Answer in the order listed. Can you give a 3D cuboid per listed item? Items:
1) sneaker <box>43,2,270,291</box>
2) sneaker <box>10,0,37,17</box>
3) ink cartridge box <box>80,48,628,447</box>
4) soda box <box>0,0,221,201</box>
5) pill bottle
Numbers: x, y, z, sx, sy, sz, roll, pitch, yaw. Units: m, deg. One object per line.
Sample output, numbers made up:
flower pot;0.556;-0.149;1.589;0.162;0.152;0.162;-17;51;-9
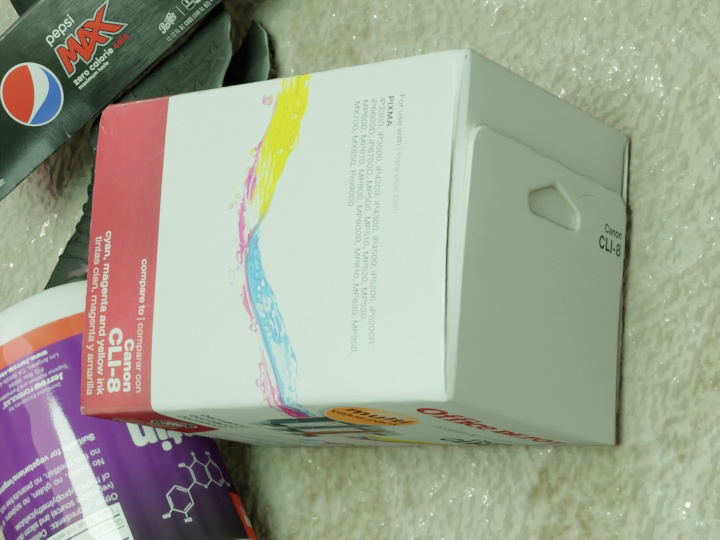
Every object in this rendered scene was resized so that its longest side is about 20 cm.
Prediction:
sneaker;-0.115;-0.039;0.972;0.200;0.060;0.105;-41;51;25
sneaker;-0.201;-0.198;1.054;0.073;0.082;0.200;-46;58;15
ink cartridge box;0.000;0.000;0.819;0.199;0.145;0.146;-5;76;36
soda box;-0.140;-0.125;0.971;0.200;0.071;0.063;-39;104;17
pill bottle;-0.116;0.113;0.891;0.112;0.112;0.201;-33;72;26
